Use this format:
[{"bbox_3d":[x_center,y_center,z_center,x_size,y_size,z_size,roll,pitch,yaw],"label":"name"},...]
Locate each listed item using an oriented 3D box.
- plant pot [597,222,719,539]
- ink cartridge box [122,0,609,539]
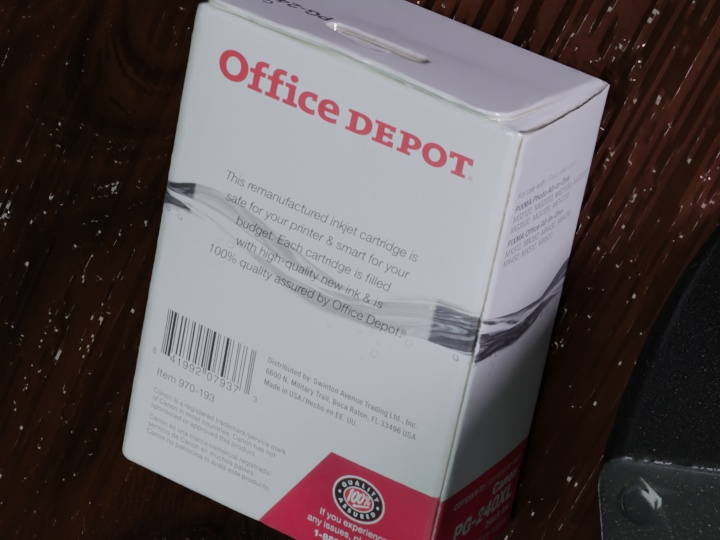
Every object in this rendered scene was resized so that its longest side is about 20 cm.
[{"bbox_3d":[0.182,0.102,1.000,0.199,0.177,0.201,5,108,30],"label":"plant pot"},{"bbox_3d":[0.000,0.000,1.136,0.145,0.083,0.201,24,117,24],"label":"ink cartridge box"}]
